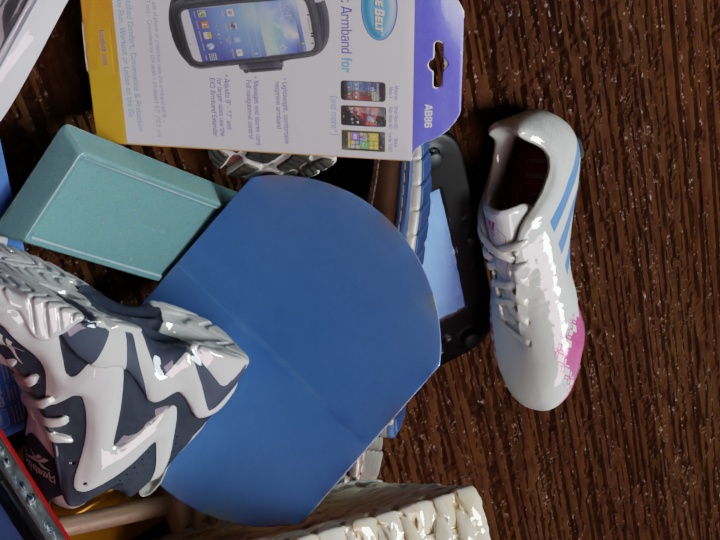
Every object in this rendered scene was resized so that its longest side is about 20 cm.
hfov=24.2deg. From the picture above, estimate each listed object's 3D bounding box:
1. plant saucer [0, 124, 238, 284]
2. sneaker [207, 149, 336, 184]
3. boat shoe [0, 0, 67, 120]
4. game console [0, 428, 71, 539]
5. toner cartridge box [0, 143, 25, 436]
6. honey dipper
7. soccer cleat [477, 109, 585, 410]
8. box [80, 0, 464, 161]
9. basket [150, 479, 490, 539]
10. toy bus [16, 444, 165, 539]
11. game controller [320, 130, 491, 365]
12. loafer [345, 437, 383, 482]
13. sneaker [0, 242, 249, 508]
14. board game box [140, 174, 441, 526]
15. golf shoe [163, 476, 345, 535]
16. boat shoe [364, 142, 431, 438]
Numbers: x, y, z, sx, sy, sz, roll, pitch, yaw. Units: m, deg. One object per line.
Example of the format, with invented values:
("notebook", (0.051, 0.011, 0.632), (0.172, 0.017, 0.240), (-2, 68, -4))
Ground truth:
("plant saucer", (-0.121, -0.027, 0.953), (0.070, 0.019, 0.200), (-55, 153, 8))
("sneaker", (-0.022, -0.132, 0.952), (0.077, 0.085, 0.200), (23, 127, -19))
("boat shoe", (-0.170, -0.165, 0.814), (0.066, 0.070, 0.201), (22, 105, -33))
("game console", (-0.259, 0.126, 0.853), (0.119, 0.172, 0.201), (-41, 106, -40))
("toner cartridge box", (-0.228, 0.012, 0.909), (0.094, 0.043, 0.201), (-24, 133, -23))
("honey dipper", (-0.161, 0.146, 0.961), (0.198, 0.038, 0.038), (-11, 128, -19))
("soccer cleat", (0.105, -0.006, 1.114), (0.086, 0.069, 0.202), (-2, 93, -55))
("box", (-0.045, -0.121, 0.881), (0.198, 0.042, 0.120), (3, 127, 3))
("basket", (-0.018, 0.235, 0.991), (0.197, 0.161, 0.202), (-12, 86, -29))
("toy bus", (-0.116, 0.097, 1.035), (0.199, 0.078, 0.065), (-32, 136, -13))
("game controller", (0.031, -0.005, 1.112), (0.104, 0.042, 0.201), (-32, 135, -17))
("loafer", (-0.021, 0.171, 1.183), (0.071, 0.063, 0.201), (2, 119, -40))
("sneaker", (-0.168, 0.069, 0.899), (0.198, 0.079, 0.130), (19, 103, -42))
("board game box", (-0.047, 0.049, 0.977), (0.200, 0.158, 0.039), (-49, 165, 1))
("golf shoe", (-0.038, 0.131, 1.120), (0.200, 0.078, 0.097), (-45, 122, 10))
("boat shoe", (0.000, 0.000, 1.020), (0.072, 0.072, 0.202), (-32, 129, -80))
